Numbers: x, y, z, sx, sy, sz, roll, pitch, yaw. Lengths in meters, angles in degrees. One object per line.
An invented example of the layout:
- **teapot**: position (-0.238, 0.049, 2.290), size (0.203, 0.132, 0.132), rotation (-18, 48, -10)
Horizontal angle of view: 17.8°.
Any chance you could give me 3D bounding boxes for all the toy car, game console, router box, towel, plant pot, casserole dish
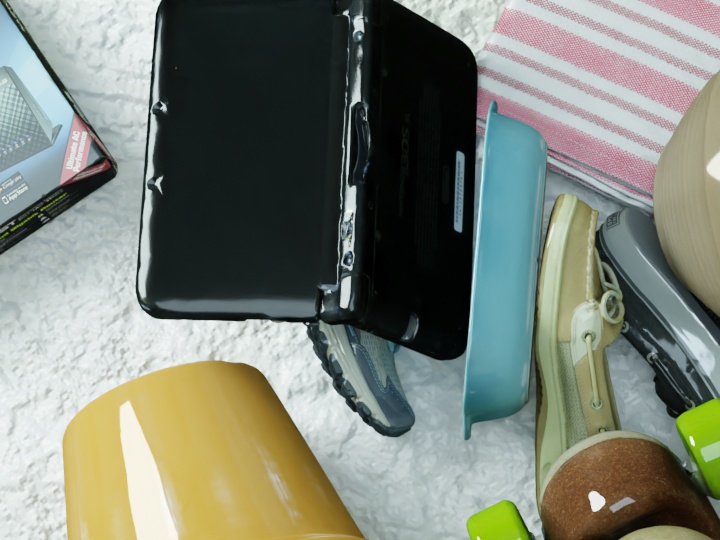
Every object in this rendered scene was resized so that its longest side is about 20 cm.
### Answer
- **toy car**: position (0.171, 0.194, 1.259), size (0.164, 0.200, 0.158), rotation (-26, 119, 3)
- **game console**: position (-0.026, -0.055, 1.338), size (0.116, 0.176, 0.200), rotation (-9, 70, 36)
- **router box**: position (-0.270, -0.070, 1.396), size (0.200, 0.062, 0.150), rotation (-35, 81, -3)
- **towel**: position (0.162, -0.148, 1.414), size (0.146, 0.030, 0.200), rotation (26, 83, 7)
- **plant pot**: position (0.234, -0.040, 1.339), size (0.093, 0.201, 0.201), rotation (-8, 80, 38)
- **casserole dish**: position (0.085, 0.001, 1.344), size (0.039, 0.121, 0.200), rotation (5, 80, 5)
- **plant pot**: position (-0.086, 0.160, 1.306), size (0.200, 0.200, 0.184), rotation (-20, 66, -1)

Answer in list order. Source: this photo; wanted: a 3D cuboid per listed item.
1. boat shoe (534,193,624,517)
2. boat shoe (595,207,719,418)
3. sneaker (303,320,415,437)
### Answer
- **boat shoe**: position (0.134, 0.053, 1.335), size (0.063, 0.073, 0.201), rotation (1, 106, 7)
- **boat shoe**: position (0.198, 0.055, 1.370), size (0.057, 0.069, 0.200), rotation (-39, 82, 26)
- **sneaker**: position (0.000, 0.000, 1.373), size (0.086, 0.078, 0.200), rotation (-22, 82, -5)
